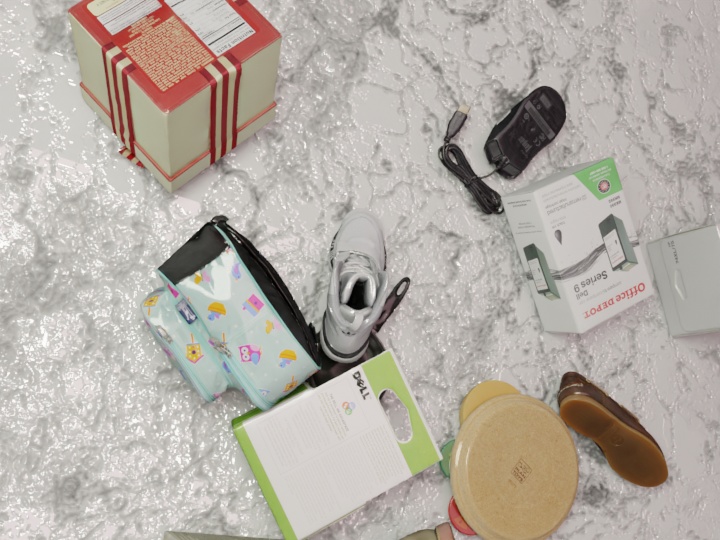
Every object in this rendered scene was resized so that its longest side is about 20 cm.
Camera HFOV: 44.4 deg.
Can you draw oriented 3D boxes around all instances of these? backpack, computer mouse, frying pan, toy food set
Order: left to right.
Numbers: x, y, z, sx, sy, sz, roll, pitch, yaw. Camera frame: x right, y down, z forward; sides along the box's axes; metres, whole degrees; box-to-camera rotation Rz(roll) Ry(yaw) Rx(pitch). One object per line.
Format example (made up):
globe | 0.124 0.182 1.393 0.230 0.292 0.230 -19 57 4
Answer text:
backpack | -0.138 0.060 0.962 0.153 0.176 0.200 -44 98 -6
frying pan | -0.011 0.085 1.087 0.114 0.031 0.192 18 72 -18
computer mouse | 0.186 -0.189 1.207 0.140 0.046 0.201 40 79 -21
toy food set | 0.194 0.257 1.136 0.199 0.049 0.199 32 71 -16

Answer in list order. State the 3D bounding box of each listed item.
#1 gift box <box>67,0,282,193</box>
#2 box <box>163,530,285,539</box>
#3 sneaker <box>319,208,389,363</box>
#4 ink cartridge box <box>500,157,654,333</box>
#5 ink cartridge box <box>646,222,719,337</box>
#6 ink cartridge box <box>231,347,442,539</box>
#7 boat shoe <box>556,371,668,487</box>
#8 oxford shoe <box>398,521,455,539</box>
gift box | -0.204 -0.229 0.978 0.184 0.187 0.200 -35 76 -22
box | -0.117 0.338 0.968 0.198 0.095 0.078 11 78 -20
sneaker | 0.000 0.000 1.043 0.074 0.115 0.201 12 64 -6
ink cartridge box | 0.296 -0.033 1.194 0.145 0.084 0.201 -24 99 -23
ink cartridge box | 0.551 -0.001 1.274 0.199 0.146 0.148 -12 86 -24
ink cartridge box | -0.028 0.196 1.013 0.199 0.076 0.149 -26 92 -10
boat shoe | 0.345 0.212 1.197 0.200 0.070 0.070 44 28 -17
oxford shoe | 0.089 0.392 1.006 0.073 0.071 0.202 -11 86 1
